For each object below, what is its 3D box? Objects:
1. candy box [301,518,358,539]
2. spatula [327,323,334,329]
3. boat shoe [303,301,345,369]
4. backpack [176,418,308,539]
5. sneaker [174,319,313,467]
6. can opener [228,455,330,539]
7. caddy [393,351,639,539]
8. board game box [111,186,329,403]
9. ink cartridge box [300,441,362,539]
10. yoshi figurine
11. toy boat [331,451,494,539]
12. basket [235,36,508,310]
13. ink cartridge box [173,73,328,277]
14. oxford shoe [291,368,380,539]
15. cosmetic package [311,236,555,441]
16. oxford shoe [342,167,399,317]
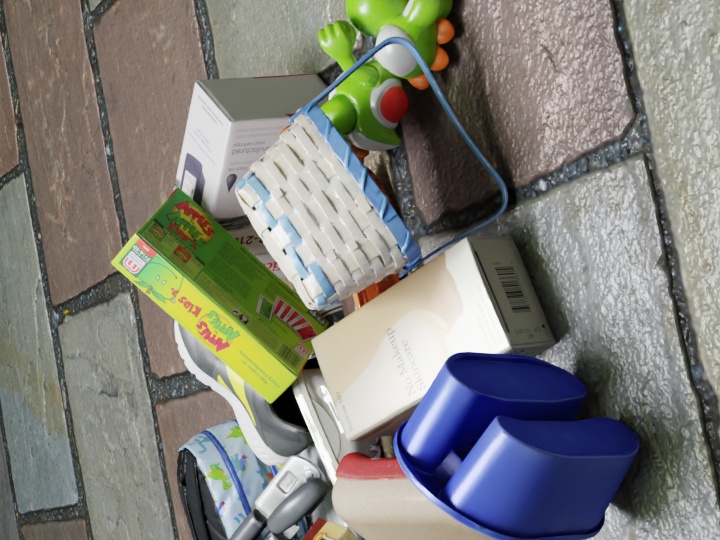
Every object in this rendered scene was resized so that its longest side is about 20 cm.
[{"bbox_3d":[-0.006,0.342,1.267,0.055,0.115,0.201,2,133,57],"label":"candy box"},{"bbox_3d":[0.020,0.137,1.322,0.201,0.020,0.057,57,162,11],"label":"spatula"},{"bbox_3d":[-0.061,0.090,1.428,0.200,0.070,0.064,-42,60,50],"label":"boat shoe"},{"bbox_3d":[-0.129,0.264,1.503,0.201,0.153,0.163,56,165,-7],"label":"backpack"},{"bbox_3d":[-0.107,0.101,1.393,0.201,0.074,0.084,52,137,-3],"label":"sneaker"},{"bbox_3d":[-0.103,0.268,1.387,0.053,0.066,0.201,41,112,9],"label":"can opener"},{"bbox_3d":[0.118,0.143,1.055,0.141,0.198,0.106,47,118,39],"label":"caddy"},{"bbox_3d":[-0.131,0.022,1.311,0.200,0.102,0.048,42,122,-7],"label":"board game box"},{"bbox_3d":[-0.023,0.256,1.444,0.200,0.056,0.165,123,133,-72],"label":"ink cartridge box"},{"bbox_3d":[0.001,-0.188,1.239,0.201,0.111,0.113,-54,24,23],"label":"yoshi figurine"},{"bbox_3d":[0.071,0.183,1.212,0.198,0.131,0.132,-8,48,41],"label":"toy boat"},{"bbox_3d":[0.003,-0.076,1.159,0.178,0.199,0.139,57,180,1],"label":"basket"},{"bbox_3d":[-0.108,-0.089,1.396,0.084,0.143,0.202,48,134,39],"label":"ink cartridge box"},{"bbox_3d":[-0.004,0.181,1.312,0.075,0.057,0.202,68,179,-88],"label":"oxford shoe"},{"bbox_3d":[0.058,0.061,1.184,0.199,0.071,0.106,-36,69,35],"label":"cosmetic package"},{"bbox_3d":[0.000,0.000,1.318,0.073,0.070,0.203,-16,83,62],"label":"oxford shoe"}]
